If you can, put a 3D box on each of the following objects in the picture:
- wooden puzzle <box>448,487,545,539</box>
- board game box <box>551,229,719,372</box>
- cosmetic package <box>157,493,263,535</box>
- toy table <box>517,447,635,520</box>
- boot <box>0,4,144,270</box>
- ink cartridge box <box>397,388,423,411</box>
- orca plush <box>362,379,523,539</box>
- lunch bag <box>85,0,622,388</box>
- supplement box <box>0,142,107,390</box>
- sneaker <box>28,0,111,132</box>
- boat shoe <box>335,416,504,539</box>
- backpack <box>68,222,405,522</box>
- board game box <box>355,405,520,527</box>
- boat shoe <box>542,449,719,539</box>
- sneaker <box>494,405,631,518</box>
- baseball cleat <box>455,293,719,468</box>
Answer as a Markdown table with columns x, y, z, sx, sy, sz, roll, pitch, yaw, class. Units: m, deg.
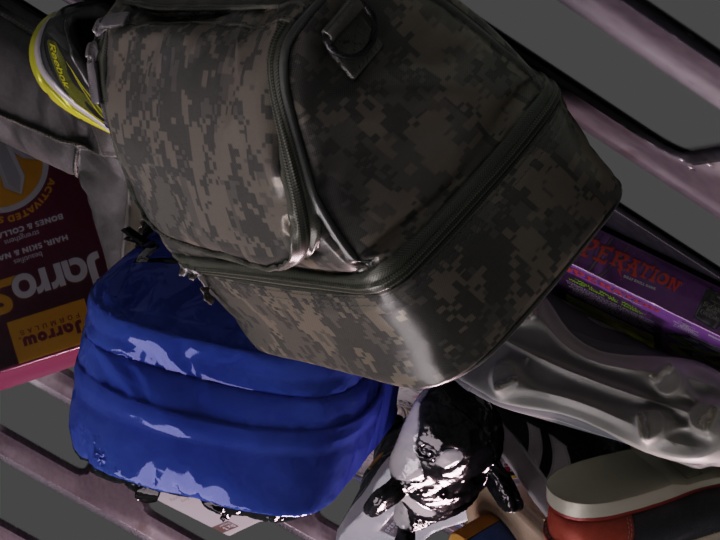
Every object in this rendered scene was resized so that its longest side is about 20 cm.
| x | y | z | sx | sy | sz | roll | pitch | yaw | class |
| --- | --- | --- | --- | --- | --- | --- | --- | --- | --- |
| 0.110 | 0.224 | 1.240 | 0.200 | 0.046 | 0.185 | 46 | 155 | 49 | wooden puzzle |
| 0.190 | 0.039 | 1.055 | 0.200 | 0.032 | 0.120 | 27 | 174 | 14 | board game box |
| -0.075 | 0.079 | 1.475 | 0.081 | 0.200 | 0.113 | 33 | 136 | -28 | cosmetic package |
| 0.202 | 0.140 | 1.301 | 0.184 | 0.117 | 0.200 | 25 | 171 | 29 | toy table |
| -0.201 | -0.080 | 1.294 | 0.200 | 0.182 | 0.073 | 18 | -151 | 24 | boot |
| 0.024 | 0.035 | 1.374 | 0.200 | 0.083 | 0.147 | 31 | 170 | -10 | ink cartridge box |
| 0.055 | 0.129 | 1.168 | 0.071 | 0.105 | 0.200 | 36 | 141 | 14 | orca plush |
| -0.017 | -0.056 | 0.867 | 0.168 | 0.139 | 0.200 | 54 | 160 | -24 | lunch bag |
| -0.231 | -0.031 | 1.387 | 0.086 | 0.110 | 0.200 | 107 | 145 | -81 | supplement box |
| -0.099 | -0.082 | 1.139 | 0.200 | 0.075 | 0.085 | 31 | 171 | -7 | sneaker |
| 0.044 | 0.129 | 1.379 | 0.071 | 0.091 | 0.200 | 28 | 144 | -10 | boat shoe |
| -0.064 | 0.029 | 1.050 | 0.162 | 0.168 | 0.200 | 9 | -159 | 12 | backpack |
| 0.081 | 0.117 | 1.488 | 0.035 | 0.136 | 0.200 | 35 | 170 | -34 | board game box |
| 0.194 | 0.128 | 1.113 | 0.200 | 0.063 | 0.071 | -10 | -158 | -16 | boat shoe |
| 0.141 | 0.092 | 1.190 | 0.200 | 0.112 | 0.073 | 49 | -172 | 39 | sneaker |
| 0.124 | 0.061 | 1.086 | 0.200 | 0.070 | 0.106 | 28 | 177 | 33 | baseball cleat |
